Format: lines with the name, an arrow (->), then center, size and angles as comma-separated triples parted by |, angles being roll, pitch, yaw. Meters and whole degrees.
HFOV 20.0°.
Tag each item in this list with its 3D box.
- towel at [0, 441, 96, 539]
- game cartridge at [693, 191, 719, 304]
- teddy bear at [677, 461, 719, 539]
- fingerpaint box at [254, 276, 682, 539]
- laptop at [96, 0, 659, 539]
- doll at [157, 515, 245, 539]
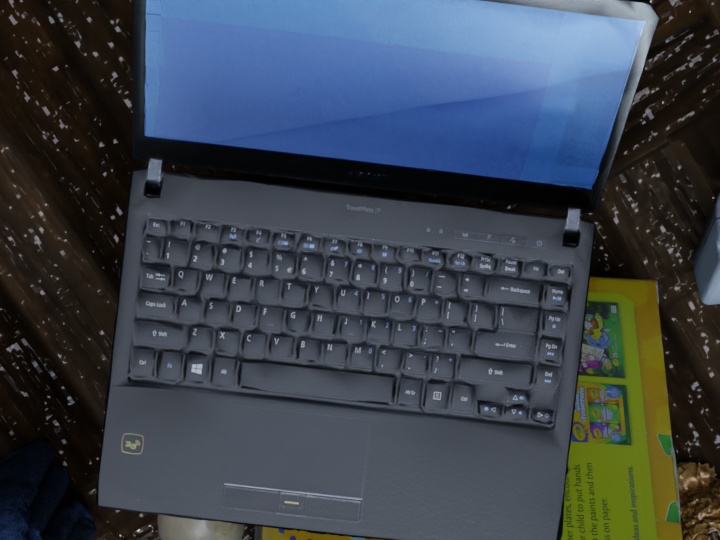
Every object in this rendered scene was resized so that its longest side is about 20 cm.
towel -> -0.217, 0.135, 0.867 | 0.198, 0.112, 0.049 | -20, 99, 5
game cartridge -> 0.235, -0.023, 0.819 | 0.198, 0.133, 0.041 | -8, 76, 3
teddy bear -> 0.224, 0.133, 0.905 | 0.198, 0.067, 0.146 | 18, 105, -9
fingerpaint box -> 0.040, 0.098, 0.816 | 0.165, 0.201, 0.074 | 3, 141, -4
laptop -> 0.000, 0.000, 0.710 | 0.175, 0.103, 0.202 | 7, 92, -2
doll -> -0.101, 0.184, 0.885 | 0.048, 0.136, 0.202 | 27, 78, -33
